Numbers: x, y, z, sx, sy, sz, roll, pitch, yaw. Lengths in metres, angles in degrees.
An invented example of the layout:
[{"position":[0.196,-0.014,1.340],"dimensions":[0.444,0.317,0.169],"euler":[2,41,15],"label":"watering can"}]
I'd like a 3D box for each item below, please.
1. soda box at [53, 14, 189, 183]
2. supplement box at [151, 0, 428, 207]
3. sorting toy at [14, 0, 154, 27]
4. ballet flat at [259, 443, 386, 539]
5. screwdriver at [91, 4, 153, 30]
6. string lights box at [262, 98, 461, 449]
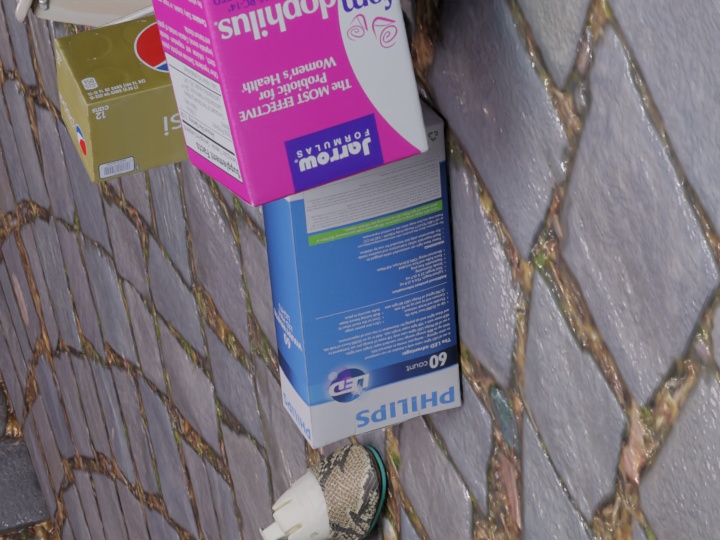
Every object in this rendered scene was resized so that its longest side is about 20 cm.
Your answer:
[{"position":[-0.076,-0.118,1.437],"dimensions":[0.064,0.199,0.068],"euler":[91,157,-44],"label":"soda box"},{"position":[-0.046,-0.147,1.198],"dimensions":[0.103,0.101,0.201],"euler":[-144,38,-62],"label":"supplement box"},{"position":[-0.123,-0.213,1.598],"dimensions":[0.180,0.199,0.107],"euler":[-121,40,-73],"label":"sorting toy"},{"position":[-0.035,0.183,1.780],"dimensions":[0.200,0.075,0.068],"euler":[119,135,-66],"label":"ballet flat"},{"position":[-0.085,-0.176,1.473],"dimensions":[0.028,0.199,0.029],"euler":[66,-161,-11],"label":"screwdriver"},{"position":[0.000,0.000,1.462],"dimensions":[0.059,0.102,0.201],"euler":[-130,30,-54],"label":"string lights box"}]
